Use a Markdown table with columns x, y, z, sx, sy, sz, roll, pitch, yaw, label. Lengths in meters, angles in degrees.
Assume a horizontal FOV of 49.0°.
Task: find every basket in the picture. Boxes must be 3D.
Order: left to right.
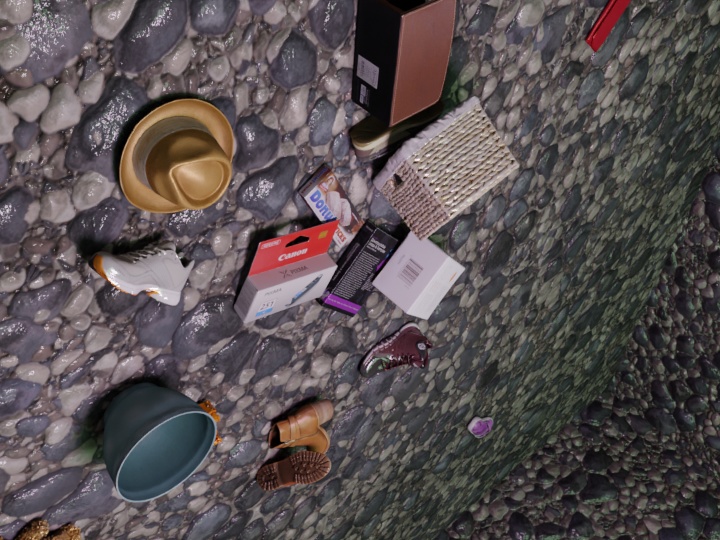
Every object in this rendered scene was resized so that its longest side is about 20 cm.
| x | y | z | sx | sy | sz | roll | pitch | yaw | label |
| --- | --- | --- | --- | --- | --- | --- | --- | --- | --- |
| 0.157 | -0.186 | 1.492 | 0.199 | 0.162 | 0.198 | -36 | 179 | -18 | basket |

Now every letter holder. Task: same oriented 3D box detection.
| x | y | z | sx | sy | sz | roll | pitch | yaw | label |
| --- | --- | --- | --- | --- | --- | --- | --- | --- | --- |
| 0.073 | -0.370 | 1.315 | 0.141 | 0.100 | 0.202 | -31 | 145 | -32 | letter holder |

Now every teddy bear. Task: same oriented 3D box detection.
| x | y | z | sx | sy | sz | roll | pitch | yaw | label |
| --- | --- | --- | --- | --- | --- | --- | --- | --- | --- |
| -0.593 | 0.523 | 1.437 | 0.146 | 0.066 | 0.200 | -50 | 150 | -5 | teddy bear |

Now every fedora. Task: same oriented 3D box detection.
| x | y | z | sx | sy | sz | roll | pitch | yaw | label |
| --- | --- | --- | --- | --- | --- | --- | --- | --- | --- |
| -0.249 | -0.148 | 1.145 | 0.199 | 0.082 | 0.203 | -33 | 144 | -27 | fedora |

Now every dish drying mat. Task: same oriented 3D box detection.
| x | y | z | sx | sy | sz | roll | pitch | yaw | label |
| --- | --- | --- | --- | --- | --- | --- | --- | --- | --- |
| 0.587 | -0.602 | 1.811 | 0.076 | 0.018 | 0.202 | 10 | 115 | -57 | dish drying mat |

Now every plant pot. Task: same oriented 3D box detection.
| x | y | z | sx | sy | sz | roll | pitch | yaw | label |
| --- | --- | --- | --- | --- | --- | --- | --- | --- | --- |
| -0.374 | 0.286 | 1.400 | 0.199 | 0.134 | 0.202 | -33 | 145 | -27 | plant pot |

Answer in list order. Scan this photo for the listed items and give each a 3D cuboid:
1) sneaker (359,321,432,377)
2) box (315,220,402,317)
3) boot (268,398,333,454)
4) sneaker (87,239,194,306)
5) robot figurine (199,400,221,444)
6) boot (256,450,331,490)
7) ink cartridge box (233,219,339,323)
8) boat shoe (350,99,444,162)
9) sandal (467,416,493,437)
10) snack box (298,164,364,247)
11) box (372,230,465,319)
| x | y | z | sx | sy | sz | roll | pitch | yaw | label |
| --- | --- | --- | --- | --- | --- | --- | --- | --- | --- |
| 0.099 | 0.220 | 1.963 | 0.199 | 0.115 | 0.076 | -38 | 147 | -20 | sneaker |
| 0.000 | 0.000 | 1.678 | 0.201 | 0.036 | 0.142 | -53 | 150 | 7 | box |
| -0.146 | 0.400 | 1.882 | 0.153 | 0.077 | 0.202 | -20 | 145 | -33 | boot |
| -0.331 | -0.013 | 1.210 | 0.093 | 0.075 | 0.200 | -59 | 156 | 1 | sneaker |
| -0.367 | 0.342 | 1.542 | 0.198 | 0.058 | 0.147 | -30 | 141 | -31 | robot figurine |
| -0.142 | 0.478 | 1.910 | 0.197 | 0.077 | 0.107 | -18 | 166 | 26 | boot |
| -0.127 | 0.002 | 1.477 | 0.198 | 0.045 | 0.177 | -20 | 149 | -41 | ink cartridge box |
| 0.067 | -0.262 | 1.456 | 0.199 | 0.072 | 0.067 | -30 | 150 | -22 | boat shoe |
| 0.438 | 0.571 | 2.847 | 0.083 | 0.050 | 0.202 | -55 | 149 | 9 | sandal |
| -0.052 | -0.118 | 1.493 | 0.072 | 0.024 | 0.200 | -45 | 149 | -6 | snack box |
| 0.133 | 0.012 | 1.756 | 0.153 | 0.106 | 0.200 | -53 | 162 | 4 | box |
